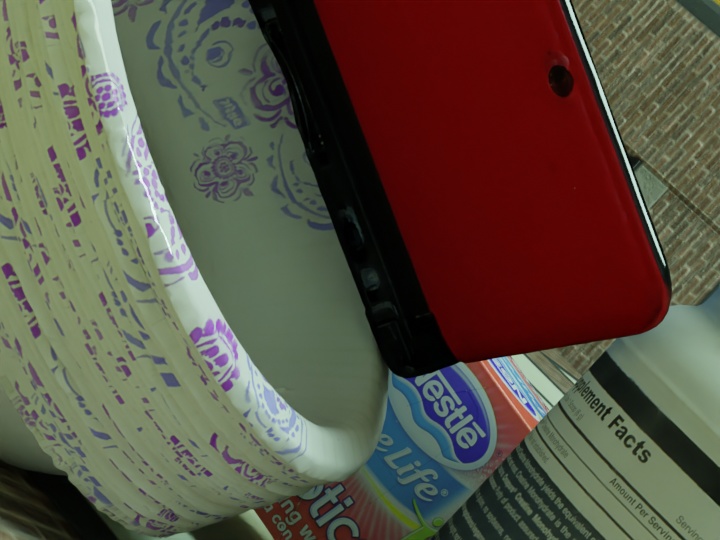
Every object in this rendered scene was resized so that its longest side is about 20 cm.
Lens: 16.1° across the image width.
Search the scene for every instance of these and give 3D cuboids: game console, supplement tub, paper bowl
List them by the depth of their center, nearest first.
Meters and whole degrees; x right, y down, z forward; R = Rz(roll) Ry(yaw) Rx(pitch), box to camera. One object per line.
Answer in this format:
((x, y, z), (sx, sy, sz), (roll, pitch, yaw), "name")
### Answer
((0.093, 0.101, 0.738), (0.140, 0.200, 0.140), (43, 5, -4), "supplement tub")
((-0.076, -0.020, 0.747), (0.201, 0.104, 0.201), (-20, 90, -76), "paper bowl")
((0.035, -0.081, 0.774), (0.172, 0.118, 0.200), (-30, 101, -63), "game console")

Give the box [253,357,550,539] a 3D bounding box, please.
((0.013, 0.060, 0.884), (0.200, 0.095, 0.100), (55, 7, 6), "box")
